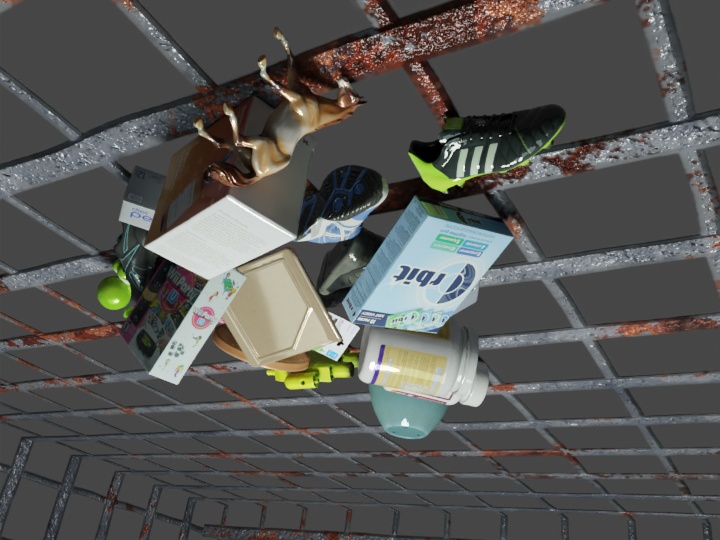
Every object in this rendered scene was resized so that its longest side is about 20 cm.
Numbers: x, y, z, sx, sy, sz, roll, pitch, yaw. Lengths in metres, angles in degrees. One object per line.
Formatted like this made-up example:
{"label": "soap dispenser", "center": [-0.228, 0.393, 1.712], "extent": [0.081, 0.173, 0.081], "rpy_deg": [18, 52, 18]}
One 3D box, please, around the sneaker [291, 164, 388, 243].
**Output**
{"label": "sneaker", "center": [-0.022, -0.089, 0.984], "extent": [0.076, 0.077, 0.199], "rpy_deg": [12, 160, -35]}

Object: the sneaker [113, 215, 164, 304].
{"label": "sneaker", "center": [-0.367, -0.024, 1.177], "extent": [0.079, 0.076, 0.201], "rpy_deg": [22, 129, -2]}

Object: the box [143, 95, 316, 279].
{"label": "box", "center": [-0.168, -0.100, 0.906], "extent": [0.106, 0.154, 0.199], "rpy_deg": [30, 144, -34]}

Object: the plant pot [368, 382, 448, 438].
{"label": "plant pot", "center": [0.108, 0.294, 1.564], "extent": [0.197, 0.136, 0.201], "rpy_deg": [6, 151, 4]}

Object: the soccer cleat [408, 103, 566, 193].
{"label": "soccer cleat", "center": [0.141, -0.151, 0.820], "extent": [0.199, 0.068, 0.081], "rpy_deg": [-19, 128, 42]}

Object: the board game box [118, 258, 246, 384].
{"label": "board game box", "center": [-0.286, 0.054, 1.121], "extent": [0.064, 0.201, 0.147], "rpy_deg": [33, 179, -44]}

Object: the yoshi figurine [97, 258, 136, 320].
{"label": "yoshi figurine", "center": [-0.421, 0.056, 1.317], "extent": [0.111, 0.113, 0.201], "rpy_deg": [6, 149, 20]}

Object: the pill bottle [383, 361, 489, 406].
{"label": "pill bottle", "center": [0.150, 0.208, 1.421], "extent": [0.198, 0.111, 0.110], "rpy_deg": [15, 151, -11]}

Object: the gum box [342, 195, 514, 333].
{"label": "gum box", "center": [0.094, 0.000, 0.991], "extent": [0.169, 0.045, 0.201], "rpy_deg": [10, 128, -38]}

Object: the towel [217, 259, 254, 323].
{"label": "towel", "center": [-0.258, 0.030, 1.230], "extent": [0.198, 0.023, 0.146], "rpy_deg": [-6, 114, 25]}

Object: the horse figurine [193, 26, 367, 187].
{"label": "horse figurine", "center": [-0.097, -0.163, 0.780], "extent": [0.050, 0.201, 0.133], "rpy_deg": [32, 171, 45]}

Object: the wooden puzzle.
{"label": "wooden puzzle", "center": [-0.147, 0.063, 1.182], "extent": [0.198, 0.037, 0.186], "rpy_deg": [-17, 113, 25]}

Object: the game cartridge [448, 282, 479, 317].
{"label": "game cartridge", "center": [0.114, 0.010, 1.080], "extent": [0.132, 0.042, 0.201], "rpy_deg": [-33, 142, -3]}

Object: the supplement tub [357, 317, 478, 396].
{"label": "supplement tub", "center": [0.103, 0.149, 1.288], "extent": [0.198, 0.147, 0.146], "rpy_deg": [12, 152, -4]}

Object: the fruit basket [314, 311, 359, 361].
{"label": "fruit basket", "center": [-0.115, 0.102, 1.295], "extent": [0.199, 0.094, 0.186], "rpy_deg": [31, 150, -1]}

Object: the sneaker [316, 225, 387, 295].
{"label": "sneaker", "center": [0.000, 0.000, 1.119], "extent": [0.113, 0.077, 0.199], "rpy_deg": [19, 150, -18]}

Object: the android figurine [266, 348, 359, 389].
{"label": "android figurine", "center": [-0.097, 0.197, 1.457], "extent": [0.198, 0.042, 0.182], "rpy_deg": [-5, -169, 19]}

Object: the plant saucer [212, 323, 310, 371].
{"label": "plant saucer", "center": [-0.192, 0.144, 1.391], "extent": [0.198, 0.033, 0.200], "rpy_deg": [19, -171, -3]}

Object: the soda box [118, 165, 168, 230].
{"label": "soda box", "center": [-0.253, -0.082, 1.056], "extent": [0.198, 0.064, 0.068], "rpy_deg": [19, 151, -18]}
